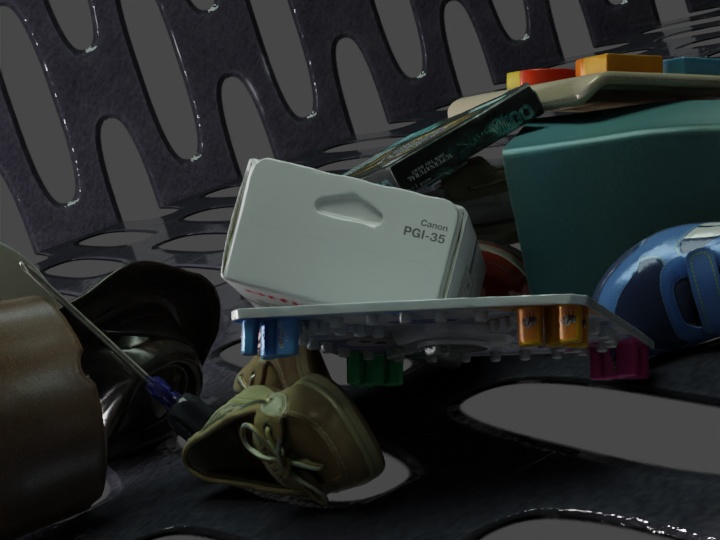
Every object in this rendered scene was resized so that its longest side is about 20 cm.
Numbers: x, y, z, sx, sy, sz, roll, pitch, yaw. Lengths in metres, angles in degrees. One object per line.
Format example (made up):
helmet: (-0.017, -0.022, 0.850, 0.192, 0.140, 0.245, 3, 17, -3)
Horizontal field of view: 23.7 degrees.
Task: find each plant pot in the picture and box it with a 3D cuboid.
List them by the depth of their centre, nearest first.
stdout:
plant pot: (-0.283, 0.111, 1.118, 0.197, 0.202, 0.200, -14, 6, -29)
plant pot: (0.219, -0.045, 1.199, 0.198, 0.143, 0.141, -9, 11, 17)

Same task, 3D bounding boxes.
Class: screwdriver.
screwdriver: (-0.153, 0.063, 1.144, 0.028, 0.200, 0.029, -48, -5, -22)

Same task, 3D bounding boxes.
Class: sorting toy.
sorting toy: (0.193, -0.142, 1.316, 0.199, 0.037, 0.185, -7, 3, -31)

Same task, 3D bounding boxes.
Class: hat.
hat: (-0.176, 0.091, 1.285, 0.200, 0.201, 0.081, -26, 56, -19)

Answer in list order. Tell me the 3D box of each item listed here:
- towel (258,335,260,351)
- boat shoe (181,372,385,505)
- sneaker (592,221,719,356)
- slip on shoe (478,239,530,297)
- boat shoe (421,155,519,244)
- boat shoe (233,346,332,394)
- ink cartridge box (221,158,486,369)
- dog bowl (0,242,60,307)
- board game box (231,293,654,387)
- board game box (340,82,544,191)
towel: (0.010, -0.004, 1.462, 0.199, 0.032, 0.191, -20, -15, -30)
boat shoe: (-0.048, 0.108, 1.027, 0.062, 0.074, 0.200, -30, 5, -23)
sneaker: (0.238, 0.003, 1.058, 0.199, 0.074, 0.082, -20, 11, -3)
slip on shoe: (0.057, 0.025, 1.326, 0.199, 0.074, 0.061, -10, 34, 39)
boat shoe: (0.091, -0.052, 1.337, 0.198, 0.069, 0.075, -4, -12, -1)
boat shoe: (-0.049, 0.086, 1.165, 0.064, 0.072, 0.200, -23, -1, -5)
ink cartridge box: (0.000, 0.000, 1.137, 0.145, 0.083, 0.200, 14, -8, 10)
dog bowl: (-0.326, 0.073, 1.344, 0.078, 0.202, 0.200, -6, 15, 43)
board game box: (0.054, 0.044, 0.987, 0.198, 0.026, 0.200, -3, -11, 20)
board game box: (0.035, -0.079, 1.278, 0.135, 0.028, 0.200, -32, 6, -25)
